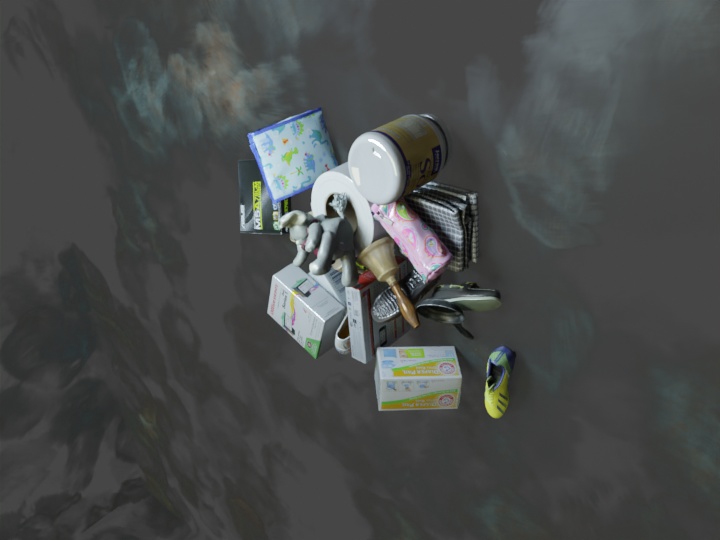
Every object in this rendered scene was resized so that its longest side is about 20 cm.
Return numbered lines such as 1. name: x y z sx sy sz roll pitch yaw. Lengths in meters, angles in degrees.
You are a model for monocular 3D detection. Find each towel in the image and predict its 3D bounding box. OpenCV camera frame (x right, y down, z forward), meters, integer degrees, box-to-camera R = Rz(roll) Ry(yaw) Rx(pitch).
1. towel: 0.162 -0.098 1.511 0.197 0.085 0.170 21 128 38

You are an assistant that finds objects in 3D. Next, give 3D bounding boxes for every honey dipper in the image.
1. honey dipper: 0.000 0.000 1.683 0.037 0.198 0.039 -8 74 31

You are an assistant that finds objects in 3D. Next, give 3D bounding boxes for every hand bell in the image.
1. hand bell: 0.080 0.038 1.546 0.203 0.102 0.105 61 143 18

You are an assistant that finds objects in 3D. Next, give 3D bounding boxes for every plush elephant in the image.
1. plush elephant: -0.101 -0.069 1.541 0.151 0.163 0.207 -1 85 32

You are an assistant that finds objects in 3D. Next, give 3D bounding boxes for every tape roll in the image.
1. tape roll: -0.001 -0.152 1.610 0.200 0.138 0.208 25 130 34

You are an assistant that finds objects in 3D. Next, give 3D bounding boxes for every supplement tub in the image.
1. supplement tub: 0.085 -0.233 1.417 0.143 0.198 0.149 25 130 34

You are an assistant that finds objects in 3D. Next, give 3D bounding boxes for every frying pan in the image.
1. frying pan: 0.210 0.104 1.547 0.186 0.032 0.114 22 159 -21

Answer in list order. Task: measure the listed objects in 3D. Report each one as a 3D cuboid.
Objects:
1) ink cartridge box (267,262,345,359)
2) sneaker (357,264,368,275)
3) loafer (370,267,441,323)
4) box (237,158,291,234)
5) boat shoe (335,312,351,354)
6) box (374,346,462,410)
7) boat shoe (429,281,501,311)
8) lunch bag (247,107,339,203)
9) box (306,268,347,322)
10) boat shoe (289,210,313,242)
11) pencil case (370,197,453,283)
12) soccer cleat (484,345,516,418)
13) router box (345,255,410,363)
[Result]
1. ink cartridge box: -0.145 0.103 1.799 0.199 0.083 0.147 39 137 23
2. sneaker: -0.018 -0.046 1.758 0.203 0.074 0.077 62 -178 -21
3. loafer: 0.113 0.058 1.599 0.074 0.198 0.071 59 -170 32
4. box: -0.263 -0.203 1.892 0.190 0.047 0.207 6 99 43
5. boat shoe: 0.001 0.112 1.718 0.070 0.201 0.071 29 151 23
6. box: 0.136 0.257 1.653 0.114 0.193 0.104 -98 8 -55
7. boat shoe: 0.231 0.055 1.542 0.071 0.062 0.198 29 155 -35
8. lunch bag: -0.167 -0.275 1.665 0.126 0.198 0.174 -5 111 47
9. box: -0.078 0.083 1.864 0.186 0.104 0.199 57 140 3
10. boat shoe: -0.119 -0.121 1.813 0.198 0.064 0.073 -25 94 51
11. pencil case: 0.107 -0.073 1.456 0.201 0.087 0.088 51 140 9
12. soccer cleat: 0.305 0.262 1.577 0.064 0.083 0.205 27 131 32
13. router box: 0.046 0.093 1.678 0.048 0.178 0.205 19 126 38
